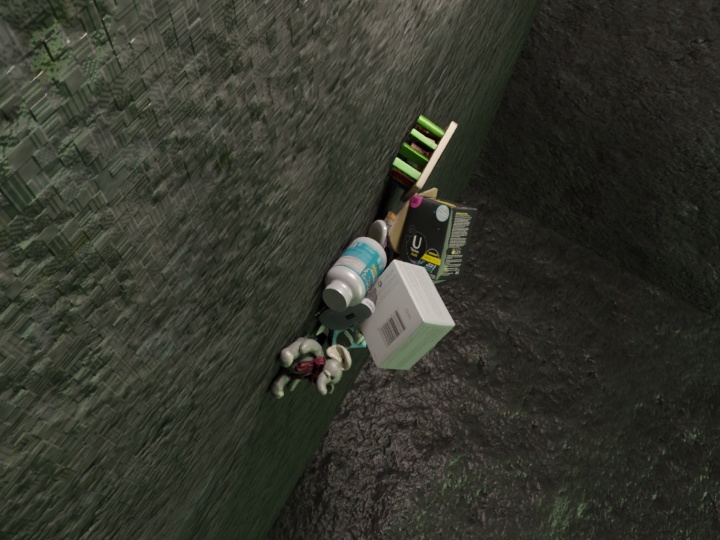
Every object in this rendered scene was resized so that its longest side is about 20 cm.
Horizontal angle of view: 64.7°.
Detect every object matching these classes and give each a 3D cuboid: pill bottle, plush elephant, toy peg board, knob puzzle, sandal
[{"bbox_3d":[-0.019,0.013,1.428,0.201,0.109,0.112,-53,167,-43],"label":"pill bottle"},{"bbox_3d":[-0.115,0.252,1.442,0.200,0.153,0.167,-46,162,-56],"label":"plush elephant"},{"bbox_3d":[0.150,-0.312,1.547,0.203,0.097,0.199,-59,-174,-7],"label":"toy peg board"},{"bbox_3d":[0.139,-0.136,1.649,0.218,0.030,0.223,-36,143,-33],"label":"knob puzzle"},{"bbox_3d":[0.048,-0.072,1.629,0.049,0.084,0.204,-7,148,-23],"label":"sandal"}]

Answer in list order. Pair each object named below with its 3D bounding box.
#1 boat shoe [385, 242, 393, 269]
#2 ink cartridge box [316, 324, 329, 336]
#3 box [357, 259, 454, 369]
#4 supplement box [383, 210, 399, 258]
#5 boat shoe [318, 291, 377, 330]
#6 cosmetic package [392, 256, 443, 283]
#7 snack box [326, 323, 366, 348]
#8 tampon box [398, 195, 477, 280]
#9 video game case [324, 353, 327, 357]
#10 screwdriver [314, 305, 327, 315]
[{"bbox_3d":[0.031,0.000,1.778,0.200,0.074,0.068,-49,168,19],"label":"boat shoe"},{"bbox_3d":[-0.039,0.148,1.705,0.117,0.066,0.199,-60,162,22],"label":"ink cartridge box"},{"bbox_3d":[0.107,0.119,1.485,0.129,0.202,0.199,12,131,-42],"label":"box"},{"bbox_3d":[0.119,-0.087,1.837,0.074,0.124,0.201,-55,168,-23],"label":"supplement box"},{"bbox_3d":[-0.030,0.100,1.499,0.198,0.070,0.067,-28,-158,44],"label":"boat shoe"},{"bbox_3d":[0.171,0.002,1.798,0.198,0.148,0.053,-21,-123,52],"label":"cosmetic package"},{"bbox_3d":[-0.022,0.119,1.593,0.114,0.037,0.205,1,110,-29],"label":"snack box"},{"bbox_3d":[0.212,-0.092,1.580,0.124,0.148,0.205,-2,108,-44],"label":"tampon box"},{"bbox_3d":[-0.077,0.254,1.758,0.180,0.022,0.200,-32,173,-1],"label":"video game case"},{"bbox_3d":[-0.076,0.088,1.583,0.028,0.029,0.200,-66,170,28],"label":"screwdriver"}]
